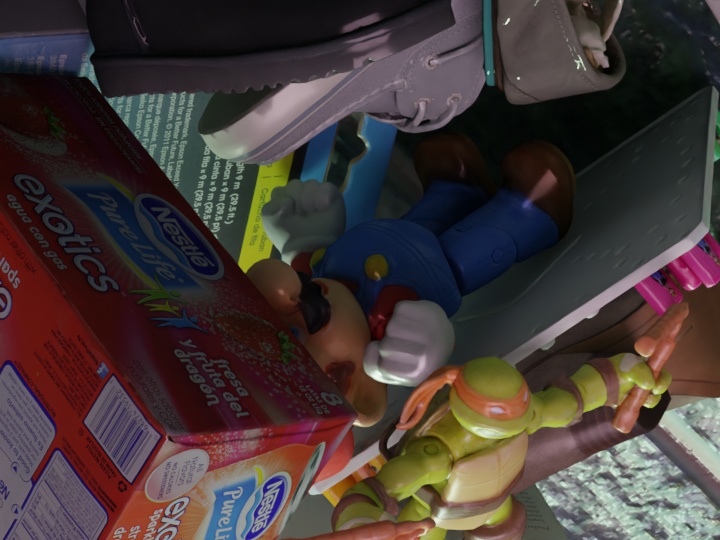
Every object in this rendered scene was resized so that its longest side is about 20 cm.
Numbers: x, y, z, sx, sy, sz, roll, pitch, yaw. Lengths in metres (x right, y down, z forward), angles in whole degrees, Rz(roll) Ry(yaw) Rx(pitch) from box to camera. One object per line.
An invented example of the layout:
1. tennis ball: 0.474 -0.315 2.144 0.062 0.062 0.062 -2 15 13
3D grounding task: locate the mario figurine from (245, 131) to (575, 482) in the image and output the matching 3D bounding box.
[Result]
1. mario figurine: 0.000 0.000 0.838 0.106 0.200 0.123 47 146 1

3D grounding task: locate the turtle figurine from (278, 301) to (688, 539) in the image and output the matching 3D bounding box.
1. turtle figurine: 0.032 0.083 0.782 0.200 0.064 0.161 -30 150 -31

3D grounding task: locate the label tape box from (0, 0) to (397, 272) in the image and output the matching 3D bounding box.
1. label tape box: -0.087 -0.063 0.893 0.200 0.063 0.144 -7 133 -26

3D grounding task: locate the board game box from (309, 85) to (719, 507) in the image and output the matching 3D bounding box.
1. board game box: 0.076 0.011 0.903 0.200 0.200 0.026 -35 101 21

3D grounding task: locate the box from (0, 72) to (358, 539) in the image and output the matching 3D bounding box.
1. box: -0.107 0.023 0.759 0.095 0.200 0.100 -1 132 -47

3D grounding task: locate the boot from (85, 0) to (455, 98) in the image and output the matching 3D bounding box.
1. boot: -0.062 -0.165 0.734 0.165 0.066 0.200 -3 110 37

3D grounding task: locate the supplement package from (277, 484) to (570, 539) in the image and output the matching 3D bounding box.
1. supplement package: 0.014 0.183 0.989 0.152 0.200 0.151 3 118 -21

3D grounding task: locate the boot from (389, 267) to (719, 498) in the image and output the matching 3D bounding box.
1. boot: 0.092 0.049 0.987 0.146 0.200 0.070 -15 100 34

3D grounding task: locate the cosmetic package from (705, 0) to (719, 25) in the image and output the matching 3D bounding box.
1. cosmetic package: 0.137 -0.192 0.788 0.085 0.108 0.200 -22 131 24

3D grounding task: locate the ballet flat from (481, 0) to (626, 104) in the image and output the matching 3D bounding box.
1. ballet flat: 0.065 -0.143 0.742 0.064 0.067 0.200 -3 137 12

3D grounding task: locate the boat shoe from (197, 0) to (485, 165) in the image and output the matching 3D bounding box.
1. boat shoe: 0.027 -0.094 0.834 0.201 0.070 0.072 -40 112 -17
